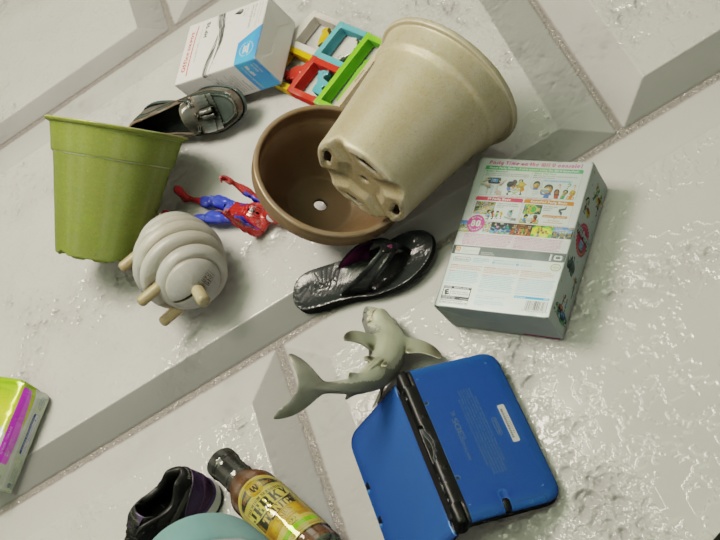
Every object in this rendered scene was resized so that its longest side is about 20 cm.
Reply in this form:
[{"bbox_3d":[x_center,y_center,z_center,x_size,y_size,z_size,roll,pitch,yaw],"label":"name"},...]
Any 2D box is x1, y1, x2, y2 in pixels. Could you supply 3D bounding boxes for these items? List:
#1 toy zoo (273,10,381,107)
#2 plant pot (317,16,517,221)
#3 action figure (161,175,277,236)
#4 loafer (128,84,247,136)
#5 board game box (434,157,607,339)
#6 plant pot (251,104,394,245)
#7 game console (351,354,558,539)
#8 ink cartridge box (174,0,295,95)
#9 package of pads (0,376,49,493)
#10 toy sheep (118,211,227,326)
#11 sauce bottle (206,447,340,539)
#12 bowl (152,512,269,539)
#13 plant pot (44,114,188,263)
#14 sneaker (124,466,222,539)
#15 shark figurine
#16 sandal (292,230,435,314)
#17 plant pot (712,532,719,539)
[{"bbox_3d":[-0.059,-0.304,1.697,0.200,0.020,0.131,30,81,40],"label":"toy zoo"},{"bbox_3d":[0.053,-0.167,1.408,0.200,0.200,0.183,24,64,38],"label":"plant pot"},{"bbox_3d":[-0.198,-0.092,1.609,0.200,0.099,0.065,9,69,32],"label":"action figure"},{"bbox_3d":[-0.256,-0.222,1.726,0.200,0.072,0.063,-6,23,36],"label":"loafer"},{"bbox_3d":[0.187,-0.029,1.359,0.148,0.064,0.200,7,68,33],"label":"board game box"},{"bbox_3d":[-0.043,-0.105,1.497,0.201,0.093,0.201,6,58,-10],"label":"plant pot"},{"bbox_3d":[0.098,0.215,1.296,0.171,0.118,0.200,-12,51,-13],"label":"game console"},{"bbox_3d":[-0.202,-0.316,1.744,0.200,0.067,0.116,-11,57,35],"label":"ink cartridge box"},{"bbox_3d":[-0.543,0.218,1.644,0.200,0.068,0.155,2,64,31],"label":"package of pads"},{"bbox_3d":[-0.241,-0.006,1.559,0.138,0.138,0.200,-42,46,2],"label":"toy sheep"},{"bbox_3d":[-0.107,0.273,1.353,0.200,0.065,0.065,32,81,39],"label":"sauce bottle"},{"bbox_3d":[-0.166,0.346,1.282,0.201,0.201,0.105,-41,29,3],"label":"bowl"},{"bbox_3d":[-0.356,-0.109,1.650,0.200,0.200,0.190,13,95,36],"label":"plant pot"},{"bbox_3d":[-0.261,0.316,1.403,0.076,0.088,0.200,32,82,39],"label":"sneaker"},{"bbox_3d":[0.005,0.126,1.350,0.128,0.090,0.214,26,33,20],"label":"shark figurine"},{"bbox_3d":[0.000,0.001,1.462,0.200,0.048,0.075,-23,53,19],"label":"sandal"},{"bbox_3d":[0.334,0.352,0.969,0.177,0.199,0.200,-43,49,15],"label":"plant pot"}]
